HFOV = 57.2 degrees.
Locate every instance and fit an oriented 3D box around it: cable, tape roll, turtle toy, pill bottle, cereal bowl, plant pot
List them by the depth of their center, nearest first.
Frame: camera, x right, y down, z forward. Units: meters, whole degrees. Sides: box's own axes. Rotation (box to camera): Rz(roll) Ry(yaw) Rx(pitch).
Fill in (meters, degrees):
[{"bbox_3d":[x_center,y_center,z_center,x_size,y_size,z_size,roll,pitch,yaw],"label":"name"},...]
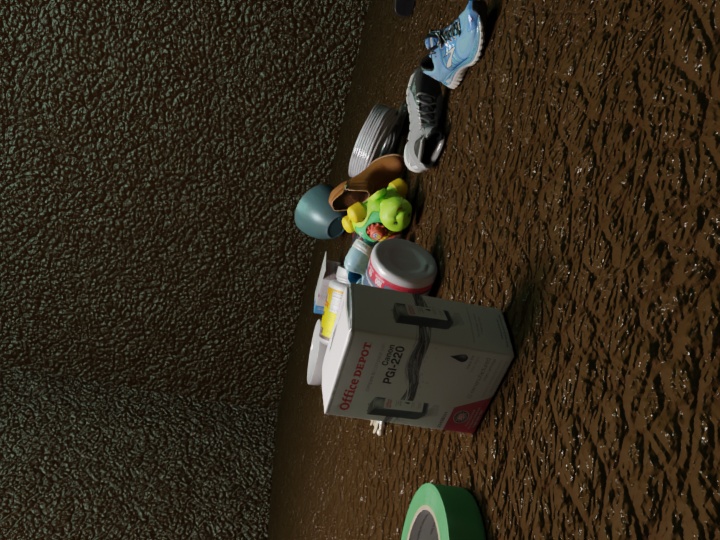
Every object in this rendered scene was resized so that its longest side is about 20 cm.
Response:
[{"bbox_3d":[0.093,0.362,0.788,0.200,0.047,0.205,-169,90,-81],"label":"tape roll"},{"bbox_3d":[0.053,0.058,1.165,0.121,0.117,0.203,-92,15,-53],"label":"pill bottle"},{"bbox_3d":[0.050,-0.114,1.379,0.102,0.144,0.200,58,166,3],"label":"turtle toy"},{"bbox_3d":[0.037,-0.311,1.640,0.201,0.068,0.202,-55,-13,-43],"label":"cable"},{"bbox_3d":[-0.040,0.095,1.716,0.109,0.107,0.204,-136,58,-79],"label":"pill bottle"},{"bbox_3d":[-0.106,0.254,2.019,0.200,0.082,0.204,-169,90,-81],"label":"cereal bowl"},{"bbox_3d":[-0.122,-0.193,2.406,0.135,0.198,0.203,42,129,35],"label":"plant pot"}]

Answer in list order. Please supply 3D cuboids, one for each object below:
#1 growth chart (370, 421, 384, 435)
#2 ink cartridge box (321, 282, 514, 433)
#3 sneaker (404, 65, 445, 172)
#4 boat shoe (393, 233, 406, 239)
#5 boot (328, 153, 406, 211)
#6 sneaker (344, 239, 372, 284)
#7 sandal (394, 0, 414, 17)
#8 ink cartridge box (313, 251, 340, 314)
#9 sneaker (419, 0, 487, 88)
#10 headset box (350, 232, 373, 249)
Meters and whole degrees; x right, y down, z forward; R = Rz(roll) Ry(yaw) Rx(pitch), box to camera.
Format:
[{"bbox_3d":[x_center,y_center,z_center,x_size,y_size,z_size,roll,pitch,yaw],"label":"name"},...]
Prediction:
[{"bbox_3d":[0.036,0.243,1.362,0.200,0.017,0.148,-123,43,-77],"label":"growth chart"},{"bbox_3d":[0.062,0.108,0.791,0.086,0.196,0.147,-92,15,-53],"label":"ink cartridge box"},{"bbox_3d":[0.133,-0.286,1.246,0.115,0.073,0.204,-139,51,-74],"label":"sneaker"},{"bbox_3d":[0.057,-0.004,1.398,0.201,0.071,0.073,105,-169,-54],"label":"boat shoe"},{"bbox_3d":[0.019,-0.191,1.487,0.198,0.074,0.155,-31,11,8],"label":"boot"},{"bbox_3d":[0.000,0.000,1.475,0.082,0.073,0.200,-51,-24,-8],"label":"sneaker"},{"bbox_3d":[0.129,-0.806,1.819,0.045,0.074,0.204,-102,21,-65],"label":"sandal"},{"bbox_3d":[-0.114,0.045,2.357,0.116,0.066,0.202,-91,14,-52],"label":"ink cartridge box"},{"bbox_3d":[0.154,-0.383,1.127,0.200,0.088,0.080,126,154,-67],"label":"sneaker"},{"bbox_3d":[0.028,-0.097,1.620,0.149,0.074,0.204,123,156,-65],"label":"headset box"}]
